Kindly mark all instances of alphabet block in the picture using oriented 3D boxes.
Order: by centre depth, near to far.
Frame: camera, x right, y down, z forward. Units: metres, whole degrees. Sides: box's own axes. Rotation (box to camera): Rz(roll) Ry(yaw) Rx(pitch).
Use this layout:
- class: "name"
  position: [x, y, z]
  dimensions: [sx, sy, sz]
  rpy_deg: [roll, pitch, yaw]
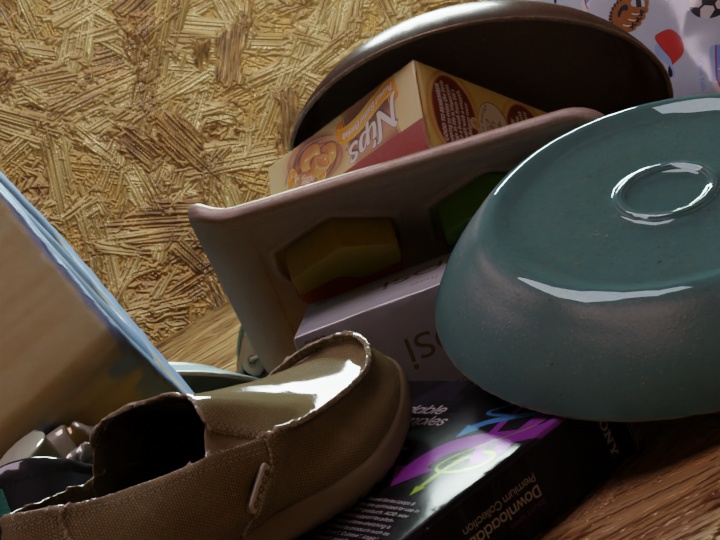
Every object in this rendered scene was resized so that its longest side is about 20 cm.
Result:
- class: "alphabet block"
  position: [-0.216, 0.068, 0.863]
  dimensions: [0.200, 0.196, 0.195]
  rpy_deg: [-42, -26, -4]

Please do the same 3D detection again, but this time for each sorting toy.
- class: "sorting toy"
  position: [0.033, 0.001, 0.823]
  dimensions: [0.200, 0.037, 0.185]
  rpy_deg: [-12, -29, 4]

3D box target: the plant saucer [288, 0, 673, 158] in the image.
- class: "plant saucer"
  position: [0.060, -0.081, 0.871]
  dimensions: [0.200, 0.032, 0.200]
  rpy_deg: [-6, -27, -3]

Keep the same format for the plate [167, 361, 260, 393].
- class: "plate"
  position: [-0.143, 0.095, 1.071]
  dimensions: [0.200, 0.026, 0.200]
  rpy_deg: [-11, -23, -5]

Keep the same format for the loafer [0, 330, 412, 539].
- class: "loafer"
  position: [-0.049, 0.068, 0.592]
  dimensions: [0.076, 0.068, 0.200]
  rpy_deg: [-14, 18, 36]

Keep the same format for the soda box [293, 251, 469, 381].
- class: "soda box"
  position: [0.075, 0.017, 0.751]
  dimensions: [0.200, 0.064, 0.068]
  rpy_deg: [-21, 9, 9]

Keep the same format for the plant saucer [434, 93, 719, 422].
- class: "plant saucer"
  position: [0.121, -0.018, 0.649]
  dimensions: [0.200, 0.036, 0.200]
  rpy_deg: [-14, 30, 8]

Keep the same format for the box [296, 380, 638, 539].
- class: "box"
  position: [-0.012, 0.101, 0.621]
  dimensions: [0.200, 0.036, 0.143]
  rpy_deg: [-34, 17, -31]

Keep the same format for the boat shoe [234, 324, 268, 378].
- class: "boat shoe"
  position: [-0.044, 0.044, 1.083]
  dimensions: [0.071, 0.065, 0.200]
  rpy_deg: [9, -32, -4]

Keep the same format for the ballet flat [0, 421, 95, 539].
- class: "ballet flat"
  position: [-0.120, 0.097, 0.726]
  dimensions: [0.073, 0.073, 0.200]
  rpy_deg: [-30, -5, 4]

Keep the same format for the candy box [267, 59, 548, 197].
- class: "candy box"
  position: [0.066, -0.033, 0.871]
  dimensions: [0.200, 0.055, 0.115]
  rpy_deg: [16, -37, -38]

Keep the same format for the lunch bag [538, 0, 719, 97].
- class: "lunch bag"
  position: [0.161, -0.117, 0.999]
  dimensions: [0.200, 0.170, 0.124]
  rpy_deg: [-20, -32, 37]
